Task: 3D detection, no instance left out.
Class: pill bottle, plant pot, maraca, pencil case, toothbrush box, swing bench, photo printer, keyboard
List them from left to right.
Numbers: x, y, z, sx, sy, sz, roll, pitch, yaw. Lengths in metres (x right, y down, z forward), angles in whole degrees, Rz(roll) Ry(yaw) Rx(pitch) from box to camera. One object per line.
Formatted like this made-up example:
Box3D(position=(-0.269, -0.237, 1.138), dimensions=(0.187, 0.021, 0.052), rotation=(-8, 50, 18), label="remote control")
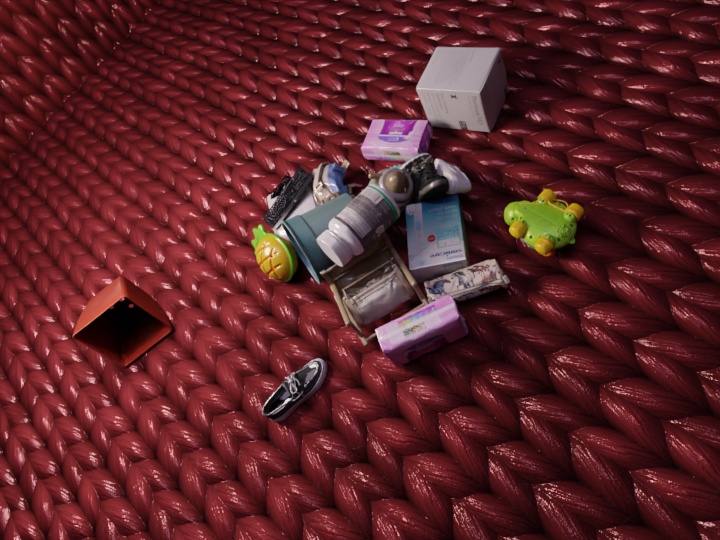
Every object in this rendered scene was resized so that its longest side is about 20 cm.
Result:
Box3D(position=(-0.735, 0.138, 1.586), dimensions=(0.200, 0.200, 0.176), rotation=(-37, 43, 2), label="plant pot")
Box3D(position=(-0.258, -0.050, 1.503), dimensions=(0.107, 0.137, 0.200), rotation=(-21, 50, -42), label="maraca")
Box3D(position=(-0.234, -0.228, 1.547), dimensions=(0.104, 0.040, 0.200), rotation=(36, 90, 39), label="keyboard")
Box3D(position=(-0.196, -0.177, 1.576), dimensions=(0.166, 0.069, 0.200), rotation=(-26, 56, 12), label="photo printer")
Box3D(position=(-0.083, -0.100, 1.399), dimensions=(0.196, 0.200, 0.200), rotation=(-33, 54, -8), label="plant pot")
Box3D(position=(-0.006, -0.111, 1.275), dimensions=(0.200, 0.113, 0.113), rotation=(-44, 54, -11), label="pill bottle")
Box3D(position=(0.035, 0.044, 1.304), dimensions=(0.199, 0.130, 0.200), rotation=(-32, 50, 3), label="swing bench")
Box3D(position=(0.200, -0.082, 1.335), dimensions=(0.146, 0.085, 0.201), rotation=(-10, 61, 18), label="toothbrush box")
Box3D(position=(0.258, 0.036, 1.246), dimensions=(0.200, 0.078, 0.090), rotation=(-19, 30, 14), label="pencil case")

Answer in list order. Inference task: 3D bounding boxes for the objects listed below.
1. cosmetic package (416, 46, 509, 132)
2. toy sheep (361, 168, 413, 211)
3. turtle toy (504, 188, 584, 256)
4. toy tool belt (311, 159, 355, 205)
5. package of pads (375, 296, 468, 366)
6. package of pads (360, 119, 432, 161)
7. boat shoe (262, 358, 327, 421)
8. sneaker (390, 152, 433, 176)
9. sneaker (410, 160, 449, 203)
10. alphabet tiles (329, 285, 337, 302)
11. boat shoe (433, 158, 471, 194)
Box3D(position=(0.299, -0.524, 1.483), dimensions=(0.200, 0.165, 0.165), rotation=(16, 71, 32), label="cosmetic package")
Box3D(position=(0.077, -0.212, 1.406), dimensions=(0.137, 0.200, 0.138), rotation=(3, 75, -12), label="toy sheep")
Box3D(position=(0.431, -0.113, 1.236), dimensions=(0.146, 0.101, 0.200), rotation=(-46, 54, -5), label="turtle toy")
Box3D(position=(-0.073, -0.239, 1.523), dimensions=(0.123, 0.125, 0.200), rotation=(-23, 53, 19), label="toy tool belt")
Box3D(position=(0.147, 0.144, 1.204), dimensions=(0.200, 0.121, 0.076), rotation=(-27, 55, 9), label="package of pads")
Box3D(position=(0.110, -0.395, 1.553), dimensions=(0.200, 0.076, 0.121), rotation=(9, 69, 28), label="package of pads")
Box3D(position=(-0.170, 0.298, 1.306), dimensions=(0.199, 0.068, 0.074), rotation=(-41, 55, -1), label="boat shoe")
Box3D(position=(0.116, -0.286, 1.490), dimensions=(0.200, 0.078, 0.080), rotation=(-30, 44, 13), label="sneaker")
Box3D(position=(0.177, -0.241, 1.352), dimensions=(0.076, 0.199, 0.115), rotation=(-11, 89, -3), label="sneaker")
Box3D(position=(0.000, 0.000, 1.425), dimensions=(0.195, 0.015, 0.200), rotation=(-30, 56, 7), label="alphabet tiles")
Box3D(position=(0.248, -0.257, 1.401), dimensions=(0.068, 0.072, 0.200), rotation=(6, 19, -13), label="boat shoe")
